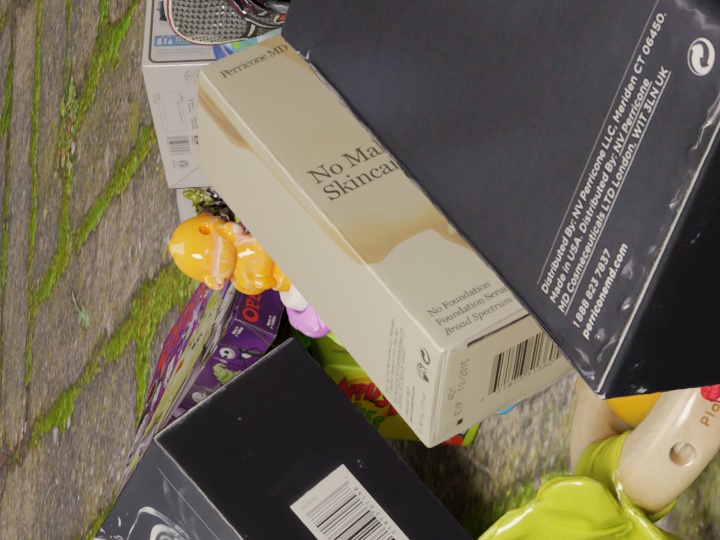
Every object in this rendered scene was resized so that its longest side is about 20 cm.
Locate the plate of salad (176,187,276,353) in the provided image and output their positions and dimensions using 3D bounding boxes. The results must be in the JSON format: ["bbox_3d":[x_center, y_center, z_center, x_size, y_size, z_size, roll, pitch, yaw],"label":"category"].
[{"bbox_3d":[-0.076,0.028,1.259,0.200,0.048,0.201,52,160,27],"label":"plate of salad"}]

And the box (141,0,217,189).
[{"bbox_3d":[-0.095,-0.165,1.210,0.117,0.060,0.201,84,-177,-52],"label":"box"}]

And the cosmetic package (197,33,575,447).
[{"bbox_3d":[0.017,-0.027,0.886,0.200,0.105,0.071,48,151,31],"label":"cosmetic package"}]

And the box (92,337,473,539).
[{"bbox_3d":[-0.033,0.173,1.003,0.200,0.104,0.182,47,144,10],"label":"box"}]

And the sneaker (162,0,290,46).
[{"bbox_3d":[-0.045,-0.155,0.956,0.200,0.081,0.075,-22,32,54],"label":"sneaker"}]

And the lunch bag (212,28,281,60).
[{"bbox_3d":[-0.028,-0.207,1.125,0.201,0.160,0.083,66,154,23],"label":"lunch bag"}]

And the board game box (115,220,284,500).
[{"bbox_3d":[-0.081,0.039,1.074,0.200,0.032,0.121,-54,13,47],"label":"board game box"}]

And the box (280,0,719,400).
[{"bbox_3d":[0.113,-0.074,0.622,0.199,0.199,0.124,49,131,41],"label":"box"}]

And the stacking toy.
[{"bbox_3d":[0.000,0.000,0.961,0.110,0.198,0.117,120,148,-48],"label":"stacking toy"}]

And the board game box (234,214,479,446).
[{"bbox_3d":[-0.001,0.013,1.102,0.201,0.101,0.048,-111,35,-51],"label":"board game box"}]

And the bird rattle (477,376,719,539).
[{"bbox_3d":[0.124,0.041,0.777,0.163,0.112,0.201,-87,16,-60],"label":"bird rattle"}]
